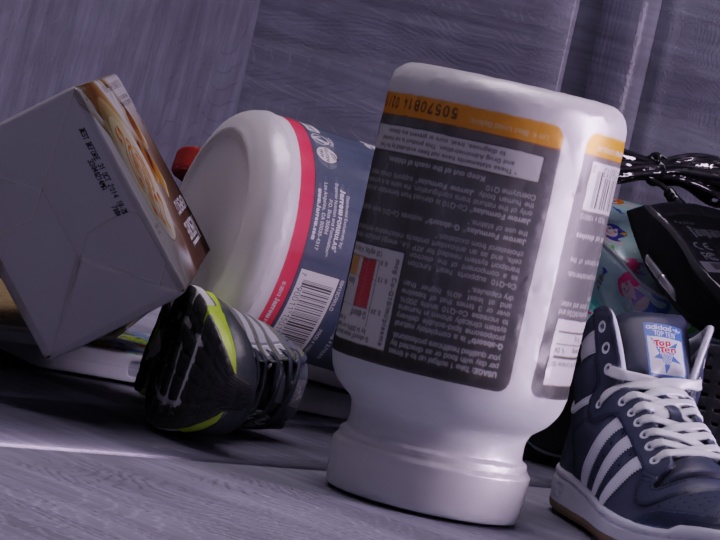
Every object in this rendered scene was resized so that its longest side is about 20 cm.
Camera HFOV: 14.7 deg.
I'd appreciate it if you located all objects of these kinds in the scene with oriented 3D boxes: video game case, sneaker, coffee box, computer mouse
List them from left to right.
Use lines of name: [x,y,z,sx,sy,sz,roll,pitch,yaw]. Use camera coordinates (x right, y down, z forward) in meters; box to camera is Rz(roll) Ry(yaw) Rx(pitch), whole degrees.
coffee box: [-0.141,-0.032,1.419,0.080,0.115,0.200,-27,4,3]
video game case: [-0.119,0.052,1.627,0.199,0.018,0.143,12,3,-28]
sneaker: [-0.064,0.048,1.418,0.081,0.074,0.200,17,5,-9]
sneaker: [0.148,0.078,1.332,0.070,0.109,0.200,11,3,-17]
computer mouse: [0.215,-0.007,1.632,0.140,0.046,0.200,2,32,-35]

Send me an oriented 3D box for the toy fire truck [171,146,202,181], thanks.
toy fire truck: [-0.111,-0.029,2.662,0.199,0.113,0.168,14,-16,8]

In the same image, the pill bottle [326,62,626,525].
pill bottle: [0.050,0.011,1.303,0.116,0.201,0.116,13,2,-1]

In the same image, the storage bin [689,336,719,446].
storage bin: [0.227,0.092,1.498,0.200,0.094,0.135,11,1,39]

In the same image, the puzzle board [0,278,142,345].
puzzle board: [-0.224,0.020,1.555,0.199,0.017,0.151,5,7,4]

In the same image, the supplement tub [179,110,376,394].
supplement tub: [0.000,0.000,1.583,0.199,0.141,0.140,17,0,-25]

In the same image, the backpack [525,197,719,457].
backpack: [0.172,0.045,1.715,0.200,0.151,0.178,20,21,-37]
